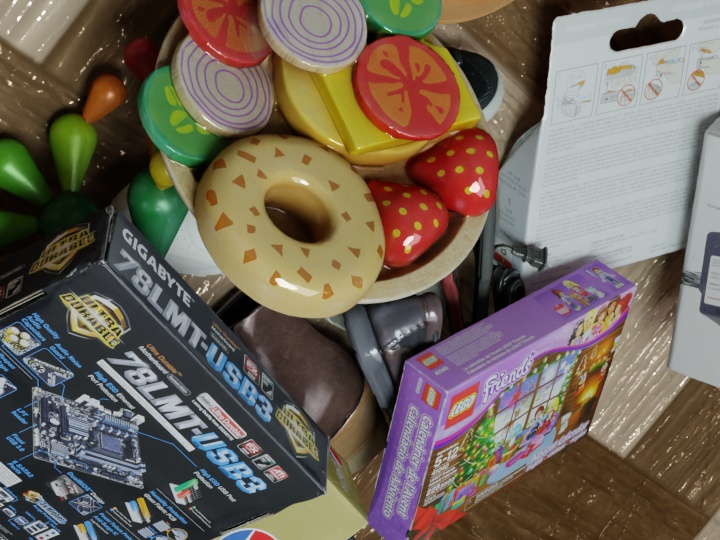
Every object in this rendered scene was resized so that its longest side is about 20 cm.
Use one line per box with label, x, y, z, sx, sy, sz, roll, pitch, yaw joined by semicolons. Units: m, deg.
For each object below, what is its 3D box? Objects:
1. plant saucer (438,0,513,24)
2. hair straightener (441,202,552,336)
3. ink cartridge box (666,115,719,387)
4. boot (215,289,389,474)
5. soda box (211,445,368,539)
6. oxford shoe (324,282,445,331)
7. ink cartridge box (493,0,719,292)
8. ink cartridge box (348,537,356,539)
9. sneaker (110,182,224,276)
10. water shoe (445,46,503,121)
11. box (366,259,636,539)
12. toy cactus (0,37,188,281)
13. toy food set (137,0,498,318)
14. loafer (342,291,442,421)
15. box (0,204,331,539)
plant saucer;0.070;-0.232;0.944;0.199;0.037;0.202;-19;129;-24
hair straightener;0.090;0.012;1.080;0.076;0.041;0.201;-8;124;2
ink cartridge box;0.296;-0.029;1.182;0.145;0.084;0.202;-40;142;-45
boot;-0.086;0.113;1.061;0.200;0.072;0.167;-43;128;-6
soda box;-0.096;0.170;0.966;0.199;0.068;0.064;-39;117;7
oxford shoe;0.000;0.000;1.041;0.075;0.058;0.200;-49;138;-3
ink cartridge box;0.168;-0.094;1.111;0.161;0.050;0.202;-14;123;-28
ink cartridge box;-0.014;0.288;1.132;0.076;0.200;0.137;24;104;-43
sneaker;-0.044;-0.040;0.922;0.198;0.080;0.077;-6;89;-4
water shoe;0.007;-0.118;0.946;0.198;0.072;0.079;-9;134;-31
box;0.094;0.087;1.079;0.199;0.039;0.138;-25;139;-41
toy cactus;-0.138;-0.009;0.878;0.200;0.102;0.165;-43;98;10
toy food set;-0.017;-0.077;0.842;0.199;0.199;0.049;-18;165;-31
loafer;0.041;0.072;1.079;0.062;0.072;0.200;-23;152;3
box;-0.150;0.081;0.875;0.197;0.050;0.200;-26;127;22
